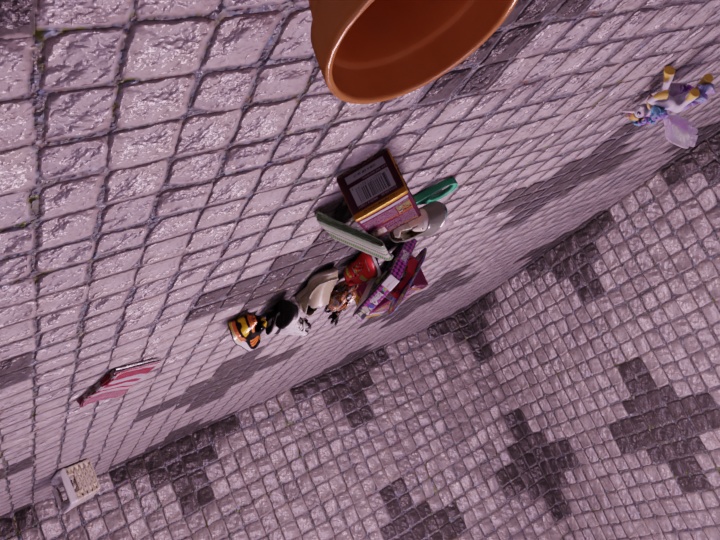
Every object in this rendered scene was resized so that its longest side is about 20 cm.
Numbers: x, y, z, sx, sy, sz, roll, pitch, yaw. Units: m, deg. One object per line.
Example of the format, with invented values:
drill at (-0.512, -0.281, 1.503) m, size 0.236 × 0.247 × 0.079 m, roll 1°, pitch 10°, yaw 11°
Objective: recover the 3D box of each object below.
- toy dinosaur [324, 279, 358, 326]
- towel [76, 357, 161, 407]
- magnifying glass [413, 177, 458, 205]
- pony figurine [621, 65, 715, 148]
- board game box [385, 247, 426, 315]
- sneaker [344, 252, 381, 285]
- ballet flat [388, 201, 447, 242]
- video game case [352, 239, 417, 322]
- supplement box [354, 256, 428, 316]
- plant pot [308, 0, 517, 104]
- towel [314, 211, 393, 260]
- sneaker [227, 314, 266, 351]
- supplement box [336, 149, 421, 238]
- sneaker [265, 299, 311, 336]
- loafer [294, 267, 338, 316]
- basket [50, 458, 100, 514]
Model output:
toy dinosaur at (-0.050, 0.075, 1.908) m, size 0.135 × 0.104 × 0.198 m, roll -40°, pitch 162°, yaw 33°
towel at (-0.605, 0.282, 1.734) m, size 0.198 × 0.023 × 0.142 m, roll -36°, pitch 166°, yaw 33°
magnifying glass at (0.136, -0.160, 1.545) m, size 0.196 × 0.023 × 0.080 m, roll -22°, pitch 167°, yaw -22°
pony figurine at (0.758, -0.405, 1.666) m, size 0.187 × 0.172 × 0.200 m, roll 8°, pitch 166°, yaw -5°
board game box at (0.108, 0.019, 1.819) m, size 0.204 × 0.038 × 0.158 m, roll -61°, pitch -175°, yaw 0°
sneaker at (0.000, 0.000, 1.780) m, size 0.083 × 0.079 × 0.201 m, roll -18°, pitch 165°, yaw -16°
ballet flat at (0.127, -0.104, 1.591) m, size 0.062 × 0.069 × 0.199 m, roll -14°, pitch 174°, yaw -29°
video game case at (0.065, 0.018, 1.812) m, size 0.182 × 0.035 × 0.201 m, roll -49°, pitch -173°, yaw 36°
supplement box at (0.086, 0.049, 2.087) m, size 0.197 × 0.105 × 0.130 m, roll -32°, pitch 167°, yaw 22°
plant pot at (0.028, -0.267, 0.608) m, size 0.196 × 0.143 × 0.201 m, roll -26°, pitch 167°, yaw -6°
towel at (-0.007, -0.065, 1.385) m, size 0.024 × 0.149 × 0.200 m, roll -65°, pitch 169°, yaw -4°
sneaker at (-0.280, 0.159, 1.819) m, size 0.088 × 0.072 × 0.200 m, roll -24°, pitch 166°, yaw 3°
supplement box at (0.039, -0.135, 1.285) m, size 0.108 × 0.088 × 0.200 m, roll -27°, pitch 167°, yaw 7°
sneaker at (-0.174, 0.128, 1.840) m, size 0.112 × 0.078 × 0.200 m, roll 5°, pitch 163°, yaw -26°
loafer at (-0.105, 0.057, 1.788) m, size 0.074 × 0.070 × 0.200 m, roll -18°, pitch 164°, yaw -34°
basket at (-1.068, 0.807, 2.586) m, size 0.121 × 0.138 × 0.200 m, roll -19°, pitch 166°, yaw -39°
